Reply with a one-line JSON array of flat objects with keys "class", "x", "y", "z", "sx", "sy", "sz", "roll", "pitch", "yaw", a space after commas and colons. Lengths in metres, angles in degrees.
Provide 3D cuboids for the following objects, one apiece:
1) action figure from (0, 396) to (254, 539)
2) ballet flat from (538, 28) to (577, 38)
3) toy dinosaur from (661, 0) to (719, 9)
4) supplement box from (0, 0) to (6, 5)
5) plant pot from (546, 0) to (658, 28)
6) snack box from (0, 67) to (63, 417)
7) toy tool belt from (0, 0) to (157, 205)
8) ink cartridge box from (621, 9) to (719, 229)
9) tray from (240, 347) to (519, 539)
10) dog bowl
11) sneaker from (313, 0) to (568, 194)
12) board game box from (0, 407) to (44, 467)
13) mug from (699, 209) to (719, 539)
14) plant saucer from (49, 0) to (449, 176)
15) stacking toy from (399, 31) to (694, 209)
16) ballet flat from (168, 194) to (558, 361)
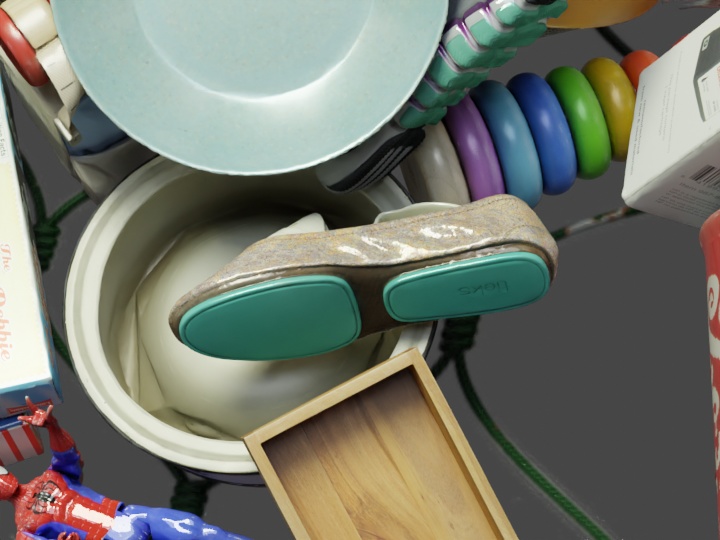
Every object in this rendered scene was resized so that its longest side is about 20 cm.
[{"class": "action figure", "x": -0.117, "y": 0.130, "z": 1.479, "sx": 0.200, "sy": 0.099, "sz": 0.065, "roll": 18, "pitch": 70, "yaw": 17}, {"class": "ballet flat", "x": 0.039, "y": -0.166, "z": 1.621, "sx": 0.200, "sy": 0.068, "sz": 0.075, "roll": 36, "pitch": 96, "yaw": 26}, {"class": "toy dinosaur", "x": 0.245, "y": -0.154, "z": 1.506, "sx": 0.077, "sy": 0.200, "sz": 0.102, "roll": 26, "pitch": 96, "yaw": -22}, {"class": "supplement box", "x": -0.148, "y": -0.250, "z": 1.576, "sx": 0.197, "sy": 0.200, "sz": 0.133, "roll": -6, "pitch": 73, "yaw": 15}, {"class": "plant pot", "x": 0.095, "y": -0.259, "z": 1.538, "sx": 0.200, "sy": 0.183, "sz": 0.200, "roll": 12, "pitch": 33, "yaw": -8}, {"class": "snack box", "x": -0.232, "y": -0.011, "z": 1.536, "sx": 0.116, "sy": 0.037, "sz": 0.200, "roll": -12, "pitch": 64, "yaw": 0}, {"class": "toy tool belt", "x": -0.127, "y": -0.125, "z": 1.541, "sx": 0.123, "sy": 0.200, "sz": 0.125, "roll": -36, "pitch": 75, "yaw": -7}, {"class": "ink cartridge box", "x": 0.244, "y": -0.082, "z": 1.449, "sx": 0.145, "sy": 0.200, "sz": 0.084, "roll": 17, "pitch": 66, "yaw": -17}, {"class": "tray", "x": 0.030, "y": 0.149, "z": 1.440, "sx": 0.099, "sy": 0.037, "sz": 0.200, "roll": -28, "pitch": 90, "yaw": -6}, {"class": "dog bowl", "x": -0.053, "y": 0.027, "z": 1.529, "sx": 0.200, "sy": 0.074, "sz": 0.200, "roll": -3, "pitch": 66, "yaw": 6}, {"class": "sneaker", "x": 0.033, "y": -0.131, "z": 1.470, "sx": 0.200, "sy": 0.074, "sz": 0.088, "roll": -42, "pitch": 80, "yaw": 15}, {"class": "board game box", "x": -0.272, "y": 0.028, "z": 1.569, "sx": 0.151, "sy": 0.046, "sz": 0.200, "roll": -18, "pitch": 64, "yaw": -1}, {"class": "mug", "x": 0.251, "y": 0.069, "z": 1.430, "sx": 0.177, "sy": 0.133, "sz": 0.200, "roll": -15, "pitch": 62, "yaw": 41}, {"class": "plant saucer", "x": -0.055, "y": -0.148, "z": 1.443, "sx": 0.201, "sy": 0.039, "sz": 0.201, "roll": 0, "pitch": 94, "yaw": 1}, {"class": "stacking toy", "x": 0.121, "y": -0.084, "z": 1.560, "sx": 0.200, "sy": 0.085, "sz": 0.085, "roll": -20, "pitch": 64, "yaw": -7}, {"class": "ballet flat", "x": 0.000, "y": 0.000, "z": 1.468, "sx": 0.200, "sy": 0.068, "sz": 0.067, "roll": -7, "pitch": 45, "yaw": -2}]
